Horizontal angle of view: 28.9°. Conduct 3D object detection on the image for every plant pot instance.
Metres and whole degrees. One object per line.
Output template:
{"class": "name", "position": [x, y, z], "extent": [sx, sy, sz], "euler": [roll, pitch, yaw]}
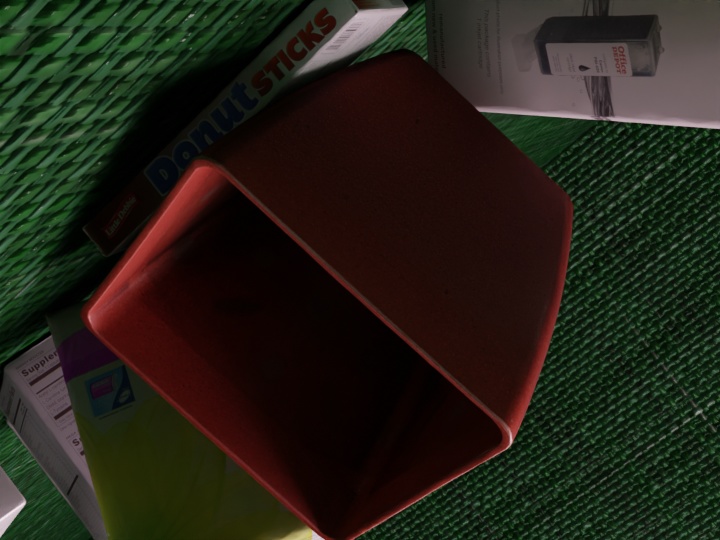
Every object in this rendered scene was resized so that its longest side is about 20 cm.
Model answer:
{"class": "plant pot", "position": [0.000, 0.000, 0.770], "extent": [0.176, 0.200, 0.200], "euler": [-50, -175, -38]}

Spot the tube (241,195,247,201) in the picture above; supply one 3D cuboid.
{"class": "tube", "position": [-0.080, -0.039, 0.906], "extent": [0.077, 0.050, 0.200], "euler": [-39, 171, -35]}

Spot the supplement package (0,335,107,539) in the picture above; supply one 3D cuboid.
{"class": "supplement package", "position": [-0.155, 0.131, 0.994], "extent": [0.109, 0.200, 0.114], "euler": [-35, 175, -25]}

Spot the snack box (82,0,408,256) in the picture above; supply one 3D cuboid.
{"class": "snack box", "position": [-0.062, -0.080, 0.745], "extent": [0.200, 0.024, 0.072], "euler": [-40, 176, 25]}

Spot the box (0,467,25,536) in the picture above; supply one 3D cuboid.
{"class": "box", "position": [-0.301, 0.165, 0.861], "extent": [0.124, 0.098, 0.200], "euler": [-35, 174, -34]}

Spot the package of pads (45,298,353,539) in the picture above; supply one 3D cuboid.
{"class": "package of pads", "position": [-0.094, 0.094, 0.876], "extent": [0.154, 0.200, 0.068], "euler": [-21, 161, 3]}

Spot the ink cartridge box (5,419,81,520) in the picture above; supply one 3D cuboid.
{"class": "ink cartridge box", "position": [-0.175, 0.100, 1.136], "extent": [0.200, 0.104, 0.059], "euler": [-39, 176, 3]}

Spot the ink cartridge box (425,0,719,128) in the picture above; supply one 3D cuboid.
{"class": "ink cartridge box", "position": [0.157, -0.142, 0.807], "extent": [0.200, 0.085, 0.146], "euler": [10, -154, 32]}
